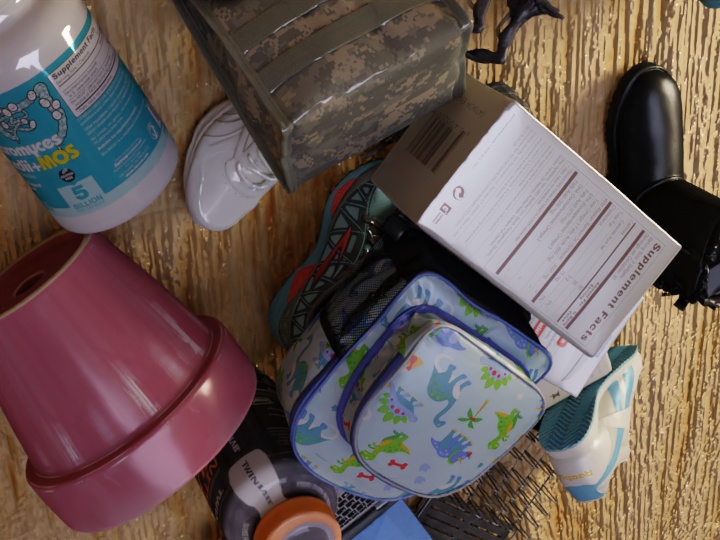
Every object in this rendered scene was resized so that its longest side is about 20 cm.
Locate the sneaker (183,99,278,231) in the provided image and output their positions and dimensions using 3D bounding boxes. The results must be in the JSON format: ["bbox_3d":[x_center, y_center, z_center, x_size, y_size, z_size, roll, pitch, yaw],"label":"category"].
[{"bbox_3d":[-0.067,-0.108,1.073,0.078,0.099,0.201,30,101,-36],"label":"sneaker"}]

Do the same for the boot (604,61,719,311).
[{"bbox_3d":[0.293,-0.073,1.238,0.073,0.163,0.200,-10,122,-23],"label":"boot"}]

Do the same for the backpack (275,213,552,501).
[{"bbox_3d":[0.036,0.094,1.093,0.182,0.147,0.200,34,109,-31],"label":"backpack"}]

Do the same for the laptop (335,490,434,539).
[{"bbox_3d":[-0.018,0.300,1.315,0.187,0.116,0.200,-38,148,-3],"label":"laptop"}]

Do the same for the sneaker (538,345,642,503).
[{"bbox_3d":[0.234,0.145,1.337,0.200,0.076,0.081,-50,121,-48],"label":"sneaker"}]

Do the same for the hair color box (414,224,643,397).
[{"bbox_3d":[0.134,0.011,1.190,0.199,0.064,0.111,30,106,-7],"label":"hair color box"}]

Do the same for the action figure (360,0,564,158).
[{"bbox_3d":[0.073,-0.163,1.115,0.200,0.102,0.119,-50,132,3],"label":"action figure"}]

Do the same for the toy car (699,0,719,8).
[{"bbox_3d":[0.286,-0.297,1.129,0.149,0.176,0.199,-26,136,33],"label":"toy car"}]

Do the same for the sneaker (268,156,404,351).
[{"bbox_3d":[0.000,0.000,1.171,0.079,0.096,0.201,20,107,-33],"label":"sneaker"}]

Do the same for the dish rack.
[{"bbox_3d":[0.152,0.221,1.400,0.153,0.055,0.201,29,100,-35],"label":"dish rack"}]

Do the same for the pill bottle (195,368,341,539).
[{"bbox_3d":[-0.084,0.177,1.163,0.105,0.200,0.107,-12,122,-20],"label":"pill bottle"}]

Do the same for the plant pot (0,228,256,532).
[{"bbox_3d":[-0.208,0.071,1.060,0.199,0.200,0.180,-36,111,-4],"label":"plant pot"}]

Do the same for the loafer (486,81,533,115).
[{"bbox_3d":[0.143,-0.070,1.220,0.072,0.072,0.201,-31,128,-11],"label":"loafer"}]

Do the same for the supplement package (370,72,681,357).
[{"bbox_3d":[0.129,-0.045,1.056,0.199,0.117,0.118,36,95,-27],"label":"supplement package"}]

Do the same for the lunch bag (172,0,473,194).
[{"bbox_3d":[-0.036,-0.190,0.990,0.163,0.201,0.118,-29,158,-12],"label":"lunch bag"}]

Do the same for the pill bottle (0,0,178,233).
[{"bbox_3d":[-0.224,-0.131,0.974,0.110,0.111,0.201,-35,127,-5],"label":"pill bottle"}]

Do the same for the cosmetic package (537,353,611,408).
[{"bbox_3d":[0.131,0.087,1.297,0.199,0.081,0.113,-30,128,-10],"label":"cosmetic package"}]
